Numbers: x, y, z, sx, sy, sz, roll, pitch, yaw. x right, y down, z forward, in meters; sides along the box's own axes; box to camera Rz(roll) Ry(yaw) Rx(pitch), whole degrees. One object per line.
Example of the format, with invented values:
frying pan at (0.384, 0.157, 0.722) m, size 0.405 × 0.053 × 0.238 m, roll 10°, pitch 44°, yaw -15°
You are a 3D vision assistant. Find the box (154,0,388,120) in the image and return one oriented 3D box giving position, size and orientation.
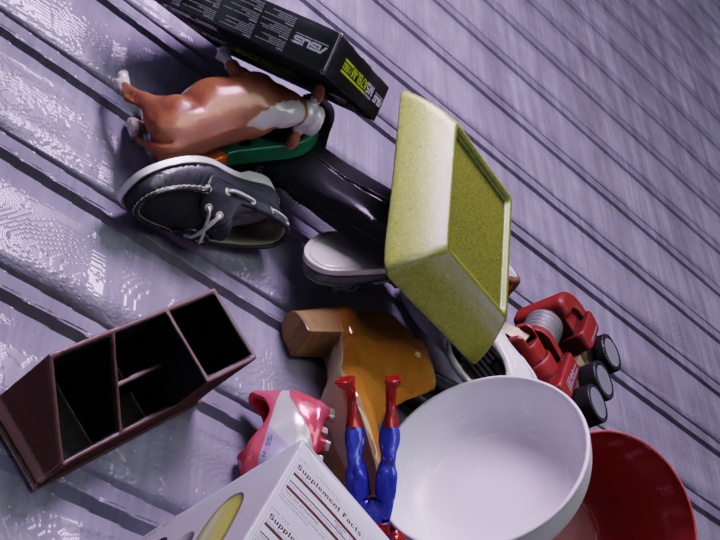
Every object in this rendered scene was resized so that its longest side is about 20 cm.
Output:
box at (-0.084, -0.221, 1.206) m, size 0.199 × 0.048 × 0.193 m, roll 27°, pitch 3°, yaw 15°

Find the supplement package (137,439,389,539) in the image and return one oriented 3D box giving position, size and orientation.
supplement package at (-0.086, 0.248, 0.764) m, size 0.147 × 0.191 × 0.200 m, roll 50°, pitch 30°, yaw -10°

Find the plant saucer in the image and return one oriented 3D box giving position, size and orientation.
plant saucer at (0.095, -0.042, 1.189) m, size 0.200 × 0.047 × 0.202 m, roll 45°, pitch 43°, yaw -48°

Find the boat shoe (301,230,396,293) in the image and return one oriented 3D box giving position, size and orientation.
boat shoe at (0.000, 0.000, 1.242) m, size 0.073 × 0.062 × 0.199 m, roll 33°, pitch 22°, yaw 21°

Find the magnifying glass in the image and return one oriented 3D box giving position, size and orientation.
magnifying glass at (-0.117, -0.116, 1.170) m, size 0.079 × 0.023 × 0.199 m, roll 36°, pitch 47°, yaw 24°

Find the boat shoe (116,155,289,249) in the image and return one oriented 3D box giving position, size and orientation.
boat shoe at (-0.130, -0.054, 1.106) m, size 0.199 × 0.076 × 0.061 m, roll -3°, pitch 57°, yaw -54°

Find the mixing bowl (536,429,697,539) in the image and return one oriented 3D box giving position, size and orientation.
mixing bowl at (0.219, 0.262, 1.223) m, size 0.198 × 0.108 × 0.203 m, roll 6°, pitch 76°, yaw -23°

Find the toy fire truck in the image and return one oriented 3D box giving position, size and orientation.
toy fire truck at (0.184, 0.076, 1.400) m, size 0.201 × 0.128 × 0.176 m, roll 59°, pitch 29°, yaw -13°

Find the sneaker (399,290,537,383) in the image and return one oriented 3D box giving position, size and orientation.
sneaker at (0.106, 0.062, 1.283) m, size 0.200 × 0.073 × 0.071 m, roll 45°, pitch 10°, yaw 27°

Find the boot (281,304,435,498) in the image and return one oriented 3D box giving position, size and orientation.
boot at (0.020, 0.113, 1.147) m, size 0.143 × 0.071 × 0.202 m, roll 4°, pitch 49°, yaw -41°

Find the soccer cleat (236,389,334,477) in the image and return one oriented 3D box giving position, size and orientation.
soccer cleat at (-0.071, 0.180, 0.992) m, size 0.076 × 0.067 × 0.201 m, roll 14°, pitch 47°, yaw -2°

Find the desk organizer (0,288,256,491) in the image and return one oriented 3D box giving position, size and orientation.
desk organizer at (-0.169, 0.081, 0.919) m, size 0.072 × 0.077 × 0.200 m, roll 57°, pitch 31°, yaw 5°

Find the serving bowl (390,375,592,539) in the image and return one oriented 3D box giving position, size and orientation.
serving bowl at (0.117, 0.190, 1.127) m, size 0.201 × 0.198 × 0.066 m, roll -80°, pitch 153°, yaw -50°

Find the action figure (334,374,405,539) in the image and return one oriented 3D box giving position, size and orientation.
action figure at (0.006, 0.192, 1.007) m, size 0.099 × 0.064 × 0.203 m, roll -29°, pitch 116°, yaw -80°

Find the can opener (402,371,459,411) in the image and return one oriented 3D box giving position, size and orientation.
can opener at (0.112, 0.147, 1.268) m, size 0.199 × 0.079 × 0.064 m, roll 33°, pitch 44°, yaw -17°

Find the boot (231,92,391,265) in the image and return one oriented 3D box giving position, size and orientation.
boot at (-0.005, -0.091, 1.245) m, size 0.199 × 0.066 × 0.165 m, roll 29°, pitch 39°, yaw 15°

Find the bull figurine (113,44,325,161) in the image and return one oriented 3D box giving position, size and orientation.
bull figurine at (-0.127, -0.151, 1.145) m, size 0.199 × 0.066 × 0.121 m, roll -18°, pitch 42°, yaw -39°

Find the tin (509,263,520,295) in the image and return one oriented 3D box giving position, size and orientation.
tin at (0.110, -0.036, 1.389) m, size 0.112 × 0.042 × 0.200 m, roll 38°, pitch 11°, yaw -39°
